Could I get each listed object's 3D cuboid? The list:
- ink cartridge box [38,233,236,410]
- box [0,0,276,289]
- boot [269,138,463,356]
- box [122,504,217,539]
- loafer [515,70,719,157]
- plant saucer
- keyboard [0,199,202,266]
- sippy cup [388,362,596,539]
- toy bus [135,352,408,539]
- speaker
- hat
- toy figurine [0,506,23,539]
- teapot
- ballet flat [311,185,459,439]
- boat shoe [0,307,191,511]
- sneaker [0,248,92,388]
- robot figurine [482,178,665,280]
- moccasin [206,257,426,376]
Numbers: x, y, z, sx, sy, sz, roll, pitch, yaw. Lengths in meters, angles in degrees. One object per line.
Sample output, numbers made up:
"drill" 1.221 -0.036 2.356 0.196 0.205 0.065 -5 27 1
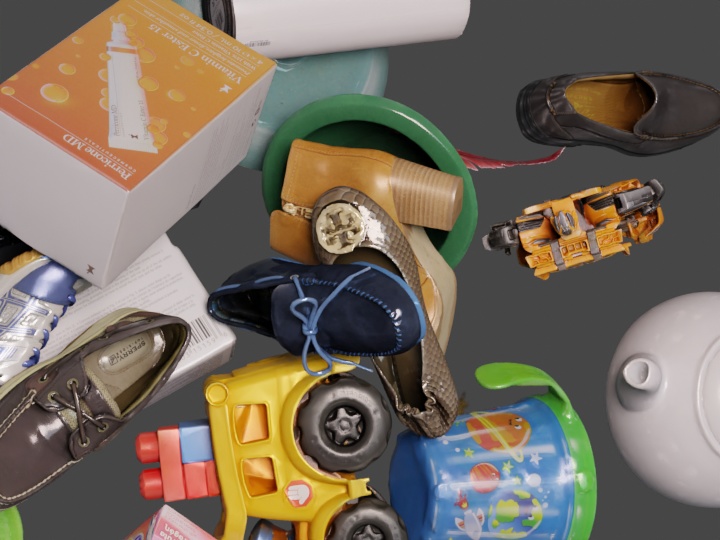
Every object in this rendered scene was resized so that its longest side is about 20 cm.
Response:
"ink cartridge box" -0.222 0.036 1.225 0.199 0.044 0.174 -29 75 -20
"box" -0.169 -0.100 1.164 0.124 0.098 0.200 31 43 9
"boot" 0.000 0.000 1.254 0.143 0.071 0.202 11 116 14
"box" -0.102 0.277 1.185 0.200 0.103 0.095 38 36 -16
"loafer" 0.236 -0.137 1.398 0.199 0.072 0.073 -6 86 -22
"plant saucer" -0.064 -0.180 1.308 0.199 0.036 0.201 2 85 -21
"keyboard" -0.222 -0.071 1.221 0.199 0.040 0.104 -19 73 -23
"sippy cup" 0.096 0.167 1.278 0.130 0.140 0.179 -1 79 -22
"toy bus" -0.069 0.163 1.232 0.191 0.136 0.201 -10 91 -8
"speaker" -0.017 -0.209 1.267 0.199 0.081 0.082 -10 88 -22
"hat" 0.032 -0.087 1.335 0.200 0.165 0.176 46 30 -13
"toy figurine" -0.288 0.211 1.065 0.149 0.184 0.201 -2 117 -16
"teapot" 0.315 0.108 1.366 0.200 0.146 0.198 -36 98 -21
"ballet flat" 0.018 0.034 1.195 0.067 0.046 0.201 -19 101 22
"boat shoe" -0.193 0.087 1.121 0.073 0.065 0.200 55 49 -17
"sneaker" -0.247 0.046 1.162 0.199 0.075 0.088 -30 84 -11
"robot figurine" 0.177 -0.034 1.288 0.144 0.200 0.059 -17 90 16
"moccasin" -0.035 0.037 1.165 0.068 0.200 0.081 -24 106 -35
